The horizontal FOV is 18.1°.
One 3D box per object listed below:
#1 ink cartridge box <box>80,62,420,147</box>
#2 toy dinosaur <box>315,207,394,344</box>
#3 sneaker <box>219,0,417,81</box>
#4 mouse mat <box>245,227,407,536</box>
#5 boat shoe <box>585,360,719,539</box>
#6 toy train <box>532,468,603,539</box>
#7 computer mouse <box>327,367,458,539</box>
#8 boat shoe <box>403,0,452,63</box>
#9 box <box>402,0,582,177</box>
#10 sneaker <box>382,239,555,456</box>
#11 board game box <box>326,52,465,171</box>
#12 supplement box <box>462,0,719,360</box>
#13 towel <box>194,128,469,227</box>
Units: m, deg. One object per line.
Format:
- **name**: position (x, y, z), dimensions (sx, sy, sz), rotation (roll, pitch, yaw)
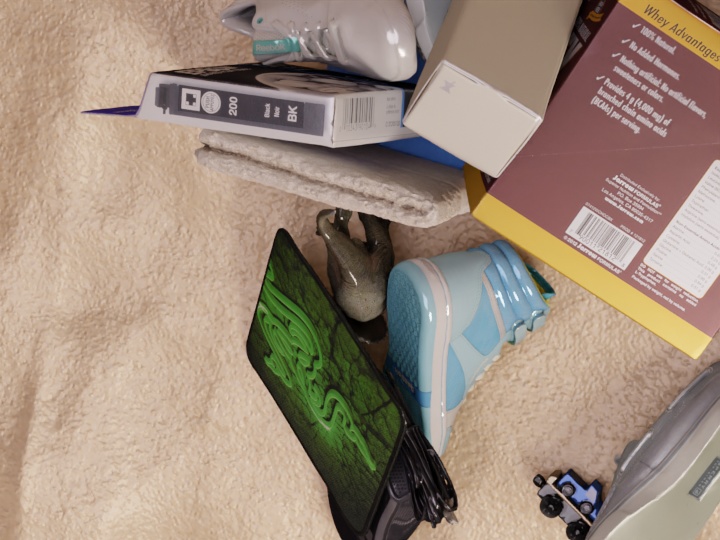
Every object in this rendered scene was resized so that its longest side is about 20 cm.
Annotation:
- **ink cartridge box**: position (-0.069, -0.125, 1.644), dimensions (0.199, 0.198, 0.044), rotation (8, 99, 22)
- **toy dinosaur**: position (0.000, 0.000, 1.710), dimensions (0.077, 0.200, 0.103), rotation (-7, 73, -9)
- **sneaker**: position (-0.033, -0.171, 1.650), dimensions (0.088, 0.200, 0.076), rotation (-21, 113, -25)
- **mouse mat**: position (-0.030, 0.085, 1.710), dimensions (0.200, 0.008, 0.161), rotation (57, 149, 30)
- **boat shoe**: position (0.229, 0.153, 1.699), dimensions (0.070, 0.072, 0.201), rotation (35, 100, -35)
- **toy train**: position (0.212, 0.221, 1.735), dimensions (0.200, 0.034, 0.046), rotation (43, 104, 5)
- **computer mouse**: position (0.026, 0.159, 1.726), dimensions (0.053, 0.200, 0.139), rotation (-17, 68, -23)
- **boat shoe**: position (0.030, -0.224, 1.663), dimensions (0.091, 0.071, 0.201), rotation (-9, 104, 52)
- **box**: position (0.098, -0.162, 1.557), dimensions (0.082, 0.200, 0.068), rotation (30, 135, -6)
- **sneaker**: position (0.087, 0.062, 1.725), dimensions (0.080, 0.130, 0.200), rotation (52, 150, 39)
- **board game box**: position (0.073, -0.130, 1.717), dimensions (0.199, 0.039, 0.159), rotation (1, 104, 22)
- **supplement box**: position (0.208, -0.086, 1.604), dimensions (0.197, 0.133, 0.200), rotation (32, 104, -9)
- **towel**: position (-0.014, -0.072, 1.670), dimensions (0.199, 0.132, 0.035), rotation (17, 105, 17)
